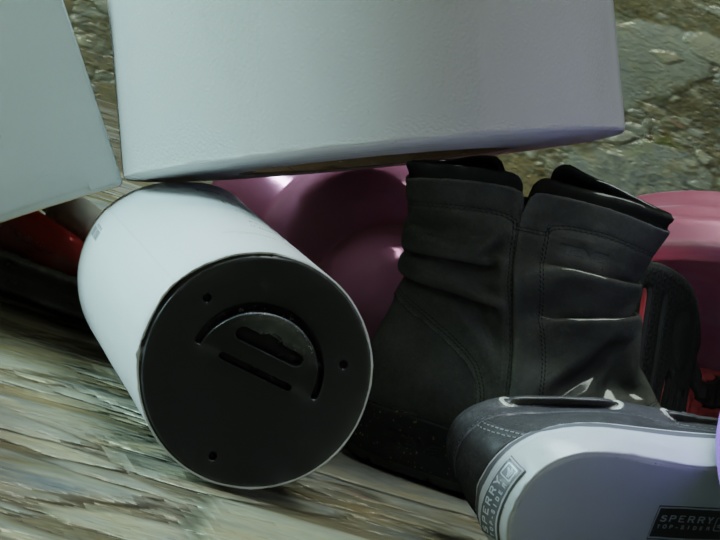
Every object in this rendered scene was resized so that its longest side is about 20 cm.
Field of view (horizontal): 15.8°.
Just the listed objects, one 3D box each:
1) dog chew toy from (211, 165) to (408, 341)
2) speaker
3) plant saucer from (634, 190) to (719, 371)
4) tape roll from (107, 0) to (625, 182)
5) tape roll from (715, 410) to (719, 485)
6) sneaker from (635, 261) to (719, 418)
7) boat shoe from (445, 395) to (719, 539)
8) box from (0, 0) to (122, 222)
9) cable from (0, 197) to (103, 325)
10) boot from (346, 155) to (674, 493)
[{"bbox_3d":[0.000,0.000,1.161,0.124,0.125,0.200,16,14,-20],"label":"dog chew toy"},{"bbox_3d":[-0.053,0.017,0.932,0.081,0.082,0.200,17,5,-14],"label":"speaker"},{"bbox_3d":[0.159,0.025,1.188,0.200,0.051,0.201,8,-31,5],"label":"plant saucer"},{"bbox_3d":[-0.001,-0.112,1.025,0.202,0.140,0.203,-6,-1,0],"label":"tape roll"},{"bbox_3d":[0.223,0.066,0.873,0.199,0.066,0.201,13,43,-13],"label":"tape roll"},{"bbox_3d":[0.104,0.052,1.118,0.086,0.074,0.200,6,-22,21],"label":"sneaker"},{"bbox_3d":[0.115,0.079,0.926,0.199,0.070,0.066,6,24,-31],"label":"boat shoe"},{"bbox_3d":[-0.179,-0.072,1.090,0.124,0.098,0.200,-19,11,-6],"label":"box"},{"bbox_3d":[-0.085,0.009,1.082,0.200,0.051,0.097,20,7,39],"label":"cable"},{"bbox_3d":[0.097,0.034,0.996,0.199,0.131,0.068,19,5,6],"label":"boot"}]
